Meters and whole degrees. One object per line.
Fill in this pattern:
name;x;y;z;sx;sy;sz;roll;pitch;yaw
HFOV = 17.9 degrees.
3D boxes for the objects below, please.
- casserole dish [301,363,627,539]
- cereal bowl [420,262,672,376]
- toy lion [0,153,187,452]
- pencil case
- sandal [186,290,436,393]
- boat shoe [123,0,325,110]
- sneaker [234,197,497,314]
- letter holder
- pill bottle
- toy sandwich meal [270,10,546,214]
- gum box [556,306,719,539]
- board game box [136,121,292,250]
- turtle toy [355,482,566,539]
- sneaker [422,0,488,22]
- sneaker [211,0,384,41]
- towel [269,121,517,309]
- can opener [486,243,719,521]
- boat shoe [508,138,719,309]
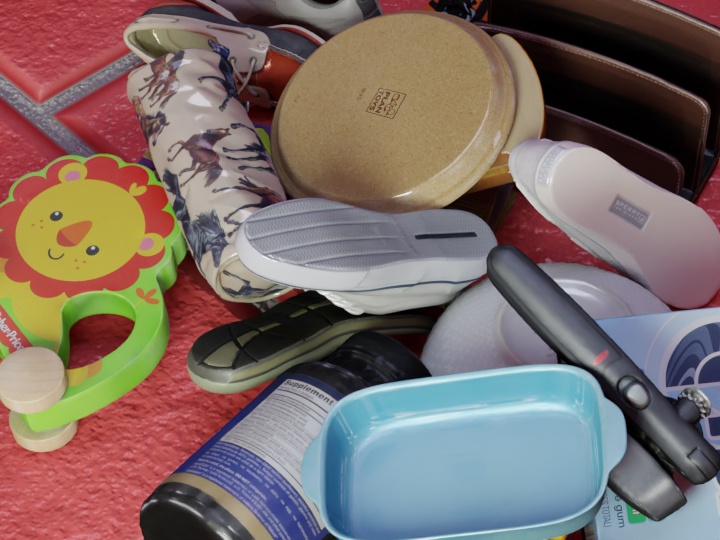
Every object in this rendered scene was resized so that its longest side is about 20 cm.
casserole dish;0.065;0.120;1.395;0.200;0.039;0.121;-8;49;10
cereal bowl;0.138;0.065;1.566;0.200;0.083;0.200;1;46;-1
toy lion;-0.201;0.007;1.614;0.192;0.069;0.200;-30;54;-17
pencil case;-0.095;-0.067;1.618;0.089;0.078;0.200;-6;55;-30
sandal;-0.036;0.056;1.587;0.201;0.057;0.080;-17;25;-36
boat shoe;-0.094;-0.162;1.784;0.200;0.071;0.063;26;36;30
sneaker;0.000;0.000;1.549;0.200;0.071;0.073;3;46;-32
letter holder;0.166;-0.133;1.713;0.200;0.142;0.101;21;50;18
pill bottle;-0.039;0.130;1.483;0.112;0.112;0.200;30;53;25
toy sandwich meal;0.035;-0.104;1.654;0.205;0.070;0.205;-10;57;16
gum box;0.237;0.109;1.487;0.200;0.045;0.170;-5;80;-10
board game box;-0.072;-0.055;1.686;0.200;0.032;0.120;15;47;21
turtle toy;0.067;0.197;1.423;0.146;0.101;0.200;-14;48;4
sneaker;0.082;-0.216;1.826;0.070;0.090;0.200;26;51;22
sneaker;-0.052;-0.222;1.830;0.200;0.079;0.074;23;53;38
towel;0.004;-0.042;1.708;0.200;0.023;0.144;14;49;14
can opener;0.149;0.061;1.430;0.079;0.063;0.200;-38;86;-12
boat shoe;0.180;-0.035;1.617;0.069;0.200;0.072;29;94;53
